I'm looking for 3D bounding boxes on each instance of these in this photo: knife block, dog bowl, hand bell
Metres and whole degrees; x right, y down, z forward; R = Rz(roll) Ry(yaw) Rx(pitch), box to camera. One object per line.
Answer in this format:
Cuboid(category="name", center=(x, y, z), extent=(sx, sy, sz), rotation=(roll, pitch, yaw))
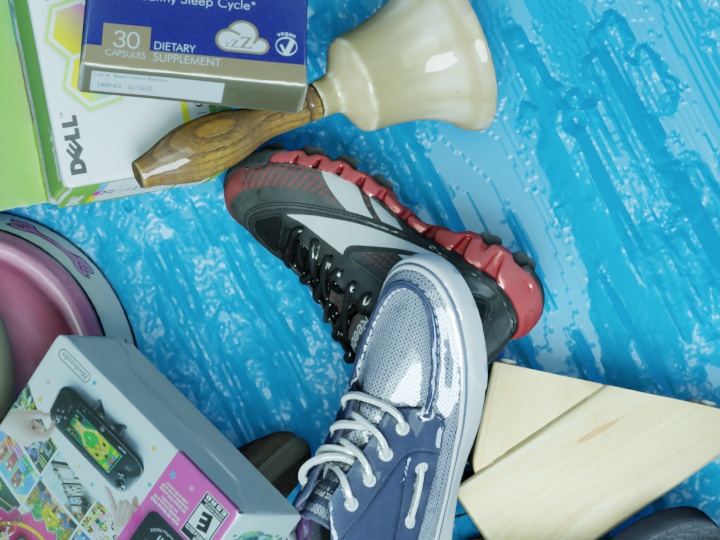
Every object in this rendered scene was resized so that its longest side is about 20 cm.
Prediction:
Cuboid(category="knife block", center=(0.103, 0.145, 1.247), extent=(0.198, 0.064, 0.177), rotation=(11, 89, 2))
Cuboid(category="dog bowl", center=(-0.228, 0.063, 1.255), extent=(0.198, 0.074, 0.202), rotation=(0, 87, 1))
Cuboid(category="hand bell", center=(-0.034, -0.089, 1.211), extent=(0.199, 0.104, 0.105), rotation=(-25, 87, -18))

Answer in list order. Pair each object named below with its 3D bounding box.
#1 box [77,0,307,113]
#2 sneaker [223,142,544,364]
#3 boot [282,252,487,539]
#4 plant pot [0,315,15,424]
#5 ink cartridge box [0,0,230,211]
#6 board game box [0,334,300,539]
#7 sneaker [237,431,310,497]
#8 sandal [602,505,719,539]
Cuboid(category="box", center=(-0.088, -0.182, 1.200), extent=(0.120, 0.032, 0.201), rotation=(5, 58, -7))
Cuboid(category="sneaker", center=(0.000, 0.000, 1.230), extent=(0.199, 0.071, 0.098), rotation=(28, 53, 12))
Cuboid(category="boot", center=(0.009, 0.095, 1.145), extent=(0.072, 0.090, 0.202), rotation=(17, 111, 38))
Cuboid(category="plant pot", center=(-0.293, 0.064, 1.154), extent=(0.198, 0.134, 0.202), rotation=(0, 89, 2))
Cuboid(category="ink cartridge box", center=(-0.183, -0.110, 1.232), extent=(0.198, 0.076, 0.149), rotation=(-11, 87, -17))
Cuboid(category="board game box", center=(-0.147, 0.157, 1.155), extent=(0.147, 0.064, 0.201), rotation=(42, 107, 25))
Cuboid(category="sneaker", center=(-0.121, 0.142, 1.243), extent=(0.200, 0.071, 0.076), rotation=(-38, 74, -15))
Cuboid(category="sandal", center=(0.114, 0.193, 1.225), extent=(0.200, 0.076, 0.043), rotation=(-43, 45, 18))
